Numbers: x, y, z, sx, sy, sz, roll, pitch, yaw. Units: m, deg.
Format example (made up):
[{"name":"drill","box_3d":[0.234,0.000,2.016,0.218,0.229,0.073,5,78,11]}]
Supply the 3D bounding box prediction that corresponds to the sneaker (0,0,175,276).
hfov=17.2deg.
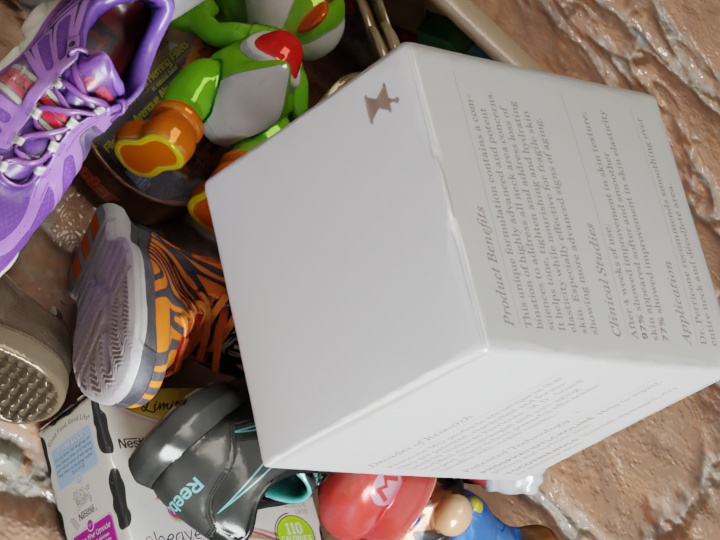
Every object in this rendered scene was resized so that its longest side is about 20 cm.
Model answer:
[{"name":"sneaker","box_3d":[-0.166,-0.084,1.254,0.081,0.083,0.201,40,64,-25]}]

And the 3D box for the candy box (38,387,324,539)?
[{"name":"candy box","box_3d":[-0.083,0.165,1.290,0.136,0.061,0.201,1,63,-42]}]

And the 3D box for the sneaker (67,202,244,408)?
[{"name":"sneaker","box_3d":[-0.094,0.027,1.295,0.112,0.078,0.200,23,19,-17]}]

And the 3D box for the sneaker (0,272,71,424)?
[{"name":"sneaker","box_3d":[-0.239,0.008,1.260,0.200,0.070,0.076,38,28,-25]}]

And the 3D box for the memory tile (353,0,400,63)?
[{"name":"memory tile","box_3d":[0.038,-0.063,1.462,0.153,0.017,0.201,-111,-177,-60]}]

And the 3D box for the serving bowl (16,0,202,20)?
[{"name":"serving bowl","box_3d":[-0.109,-0.203,1.409,0.066,0.199,0.201,47,41,-27]}]

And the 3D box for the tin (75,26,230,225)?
[{"name":"tin","box_3d":[-0.112,-0.106,1.454,0.112,0.042,0.200,51,42,-10]}]

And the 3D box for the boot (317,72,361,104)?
[{"name":"boot","box_3d":[0.000,0.000,1.402,0.155,0.072,0.201,78,13,-47]}]

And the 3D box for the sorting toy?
[{"name":"sorting toy","box_3d":[0.022,-0.169,1.533,0.185,0.200,0.037,42,82,-14]}]

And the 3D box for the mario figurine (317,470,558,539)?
[{"name":"mario figurine","box_3d":[0.055,0.153,1.350,0.200,0.106,0.124,40,29,-47]}]

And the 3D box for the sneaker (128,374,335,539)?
[{"name":"sneaker","box_3d":[-0.037,0.082,1.284,0.079,0.075,0.200,47,49,10]}]

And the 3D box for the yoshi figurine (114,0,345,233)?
[{"name":"yoshi figurine","box_3d":[-0.070,-0.119,1.426,0.111,0.113,0.201,16,57,21]}]

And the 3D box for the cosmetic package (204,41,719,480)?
[{"name":"cosmetic package","box_3d":[0.056,0.002,1.243,0.199,0.166,0.168,8,61,-44]}]
